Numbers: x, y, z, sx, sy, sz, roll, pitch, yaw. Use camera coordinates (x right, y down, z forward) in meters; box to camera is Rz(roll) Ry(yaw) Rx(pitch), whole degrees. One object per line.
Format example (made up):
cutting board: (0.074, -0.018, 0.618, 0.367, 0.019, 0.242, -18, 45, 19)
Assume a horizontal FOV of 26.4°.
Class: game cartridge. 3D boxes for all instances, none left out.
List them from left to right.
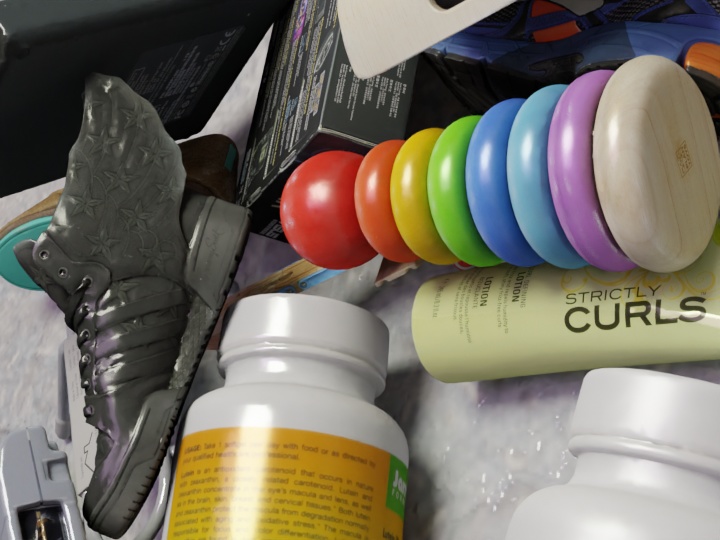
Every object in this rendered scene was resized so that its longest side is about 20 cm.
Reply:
game cartridge: (-0.140, 0.189, 0.697, 0.133, 0.041, 0.201, 112, 144, -56)

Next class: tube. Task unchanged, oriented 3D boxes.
tube: (0.112, 0.012, 0.654, 0.199, 0.052, 0.059, -10, 93, 40)

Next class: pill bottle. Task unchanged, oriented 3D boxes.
pill bottle: (-0.035, 0.119, 0.705, 0.111, 0.111, 0.202, -15, 61, 42)
pill bottle: (0.097, 0.143, 0.542, 0.111, 0.111, 0.201, 2, 72, 47)

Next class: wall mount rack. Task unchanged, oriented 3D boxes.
wall mount rack: (-0.134, 0.090, 0.860, 0.173, 0.074, 0.201, -35, 47, 26)

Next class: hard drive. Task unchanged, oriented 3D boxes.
hard drive: (-0.135, -0.100, 0.799, 0.033, 0.199, 0.140, 51, 132, 12)

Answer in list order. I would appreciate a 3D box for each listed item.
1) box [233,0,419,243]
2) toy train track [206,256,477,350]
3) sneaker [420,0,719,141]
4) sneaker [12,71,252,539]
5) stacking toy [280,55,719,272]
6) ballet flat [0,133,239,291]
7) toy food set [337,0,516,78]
box: (-0.010, -0.131, 0.804, 0.160, 0.043, 0.202, 143, 140, -65)
toy train track: (0.000, 0.000, 0.772, 0.199, 0.033, 0.115, -26, 23, 26)
sneaker: (0.106, -0.104, 0.711, 0.199, 0.075, 0.079, 11, 63, 46)
sneaker: (-0.119, 0.015, 0.722, 0.060, 0.104, 0.201, 124, 167, -76)
stacking toy: (0.046, -0.036, 0.655, 0.199, 0.085, 0.086, -5, 67, 37)
ballet flat: (-0.147, -0.041, 0.949, 0.199, 0.068, 0.073, -19, 36, 39)
toy food set: (0.092, -0.152, 0.677, 0.143, 0.061, 0.200, -24, 10, 38)
